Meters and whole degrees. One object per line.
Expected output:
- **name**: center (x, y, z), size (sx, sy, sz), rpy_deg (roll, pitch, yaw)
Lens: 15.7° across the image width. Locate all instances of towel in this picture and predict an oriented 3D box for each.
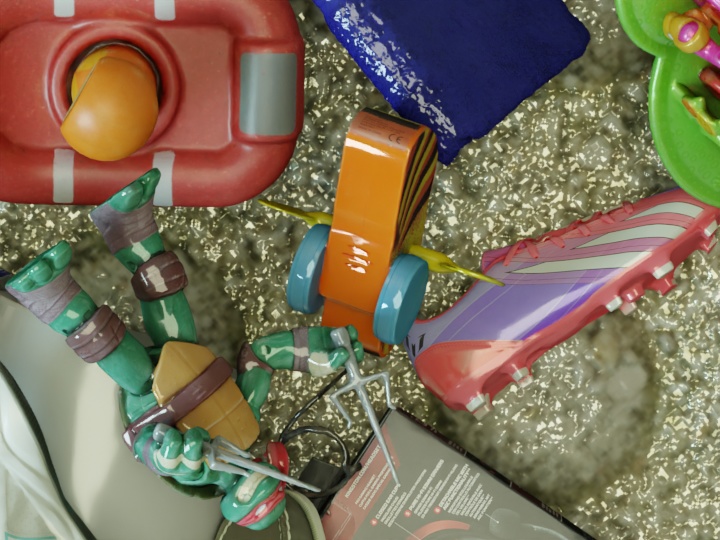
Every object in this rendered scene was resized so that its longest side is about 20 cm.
- **towel**: center (0.020, -0.162, 1.392), size (0.200, 0.050, 0.148), rpy_deg (51, 48, 1)

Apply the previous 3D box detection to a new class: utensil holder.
- **utensil holder**: center (-0.155, 0.129, 1.374), size (0.169, 0.170, 0.201), rpy_deg (19, 91, 0)

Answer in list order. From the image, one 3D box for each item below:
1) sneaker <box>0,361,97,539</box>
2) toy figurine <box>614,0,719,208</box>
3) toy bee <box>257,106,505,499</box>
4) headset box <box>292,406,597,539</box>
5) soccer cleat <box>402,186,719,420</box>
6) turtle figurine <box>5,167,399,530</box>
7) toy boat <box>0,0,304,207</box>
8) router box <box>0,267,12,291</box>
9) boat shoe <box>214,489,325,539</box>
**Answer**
- **sneaker**: center (-0.165, 0.141, 1.259), size (0.080, 0.070, 0.201), rpy_deg (-28, 91, -6)
- **toy figurine**: center (0.238, -0.084, 1.292), size (0.150, 0.184, 0.200), rpy_deg (-47, 124, -1)
- **toy bee**: center (0.000, 0.000, 1.367), size (0.131, 0.109, 0.200), rpy_deg (38, 117, 4)
- **headset box**: center (0.043, 0.177, 1.410), size (0.199, 0.075, 0.149), rpy_deg (33, 89, 3)
- **soccer cleat**: center (0.112, 0.000, 1.421), size (0.199, 0.067, 0.077), rpy_deg (-36, 76, 0)
- **turtle figurine**: center (-0.077, 0.058, 1.254), size (0.100, 0.150, 0.200), rpy_deg (-34, 98, 35)
- **toy boat**: center (-0.128, -0.090, 1.325), size (0.198, 0.131, 0.132), rpy_deg (0, 104, -1)
- **router box**: center (-0.255, 0.073, 1.355), size (0.049, 0.200, 0.180), rpy_deg (28, 92, -1)
- **boat shoe**: center (-0.068, 0.202, 1.316), size (0.072, 0.060, 0.203), rpy_deg (1, 70, 37)
